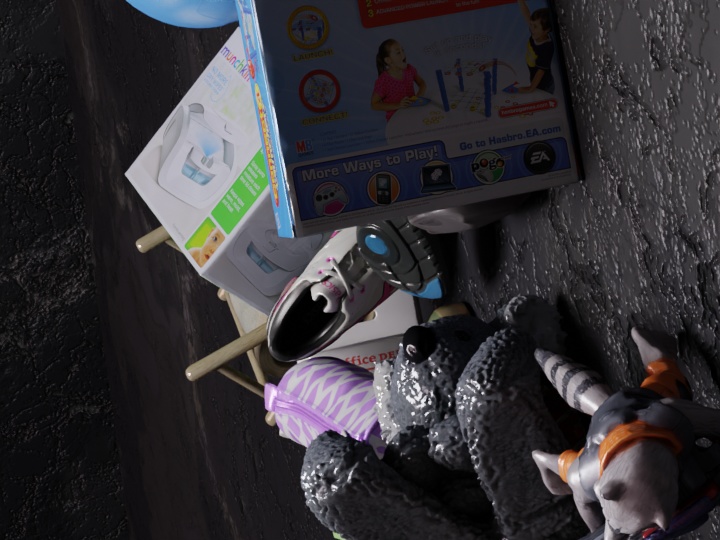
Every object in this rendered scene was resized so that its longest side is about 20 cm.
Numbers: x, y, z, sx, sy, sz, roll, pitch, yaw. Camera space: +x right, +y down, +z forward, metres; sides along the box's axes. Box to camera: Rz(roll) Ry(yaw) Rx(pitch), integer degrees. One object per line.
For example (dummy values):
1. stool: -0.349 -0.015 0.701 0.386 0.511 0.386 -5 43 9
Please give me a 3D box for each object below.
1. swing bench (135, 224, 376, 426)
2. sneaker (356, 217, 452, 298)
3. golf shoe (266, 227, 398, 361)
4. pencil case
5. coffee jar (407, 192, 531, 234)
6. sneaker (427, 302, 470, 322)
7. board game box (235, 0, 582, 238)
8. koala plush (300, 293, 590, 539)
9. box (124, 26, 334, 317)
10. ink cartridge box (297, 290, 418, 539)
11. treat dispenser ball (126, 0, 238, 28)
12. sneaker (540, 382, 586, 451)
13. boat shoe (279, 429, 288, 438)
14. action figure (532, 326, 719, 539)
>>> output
1. swing bench: -0.079 -0.004 1.899 0.130 0.200 0.199 33 -158 -40
2. sneaker: 0.028 -0.066 1.511 0.073 0.082 0.200 3 132 39
3. golf shoe: 0.000 0.000 1.609 0.200 0.073 0.092 -50 3 22
4. pencil case: -0.002 0.121 1.566 0.200 0.085 0.084 -160 66 -67
5. coffee jar: 0.059 -0.127 1.434 0.104 0.085 0.201 159 99 -76
6. sneaker: 0.060 0.132 1.615 0.067 0.090 0.201 -173 73 -75
7. board game box: 0.027 -0.135 1.325 0.056 0.199 0.196 -174 73 -76
8. koala plush: 0.069 0.105 1.365 0.184 0.177 0.200 50 -162 -29
9. box: -0.090 -0.089 1.793 0.177 0.097 0.200 -51 39 9
10. ink cartridge box: 0.017 0.117 1.706 0.067 0.117 0.201 157 100 -80
11. treat dispenser ball: -0.146 -0.318 1.818 0.201 0.200 0.201 168 90 -75
12. sneaker: 0.114 0.115 1.473 0.082 0.078 0.200 56 180 -43
13. boat shoe: -0.040 0.129 2.037 0.200 0.072 0.069 107 170 -73
14. action figure: 0.132 0.113 1.146 0.105 0.200 0.193 50 -178 -10
